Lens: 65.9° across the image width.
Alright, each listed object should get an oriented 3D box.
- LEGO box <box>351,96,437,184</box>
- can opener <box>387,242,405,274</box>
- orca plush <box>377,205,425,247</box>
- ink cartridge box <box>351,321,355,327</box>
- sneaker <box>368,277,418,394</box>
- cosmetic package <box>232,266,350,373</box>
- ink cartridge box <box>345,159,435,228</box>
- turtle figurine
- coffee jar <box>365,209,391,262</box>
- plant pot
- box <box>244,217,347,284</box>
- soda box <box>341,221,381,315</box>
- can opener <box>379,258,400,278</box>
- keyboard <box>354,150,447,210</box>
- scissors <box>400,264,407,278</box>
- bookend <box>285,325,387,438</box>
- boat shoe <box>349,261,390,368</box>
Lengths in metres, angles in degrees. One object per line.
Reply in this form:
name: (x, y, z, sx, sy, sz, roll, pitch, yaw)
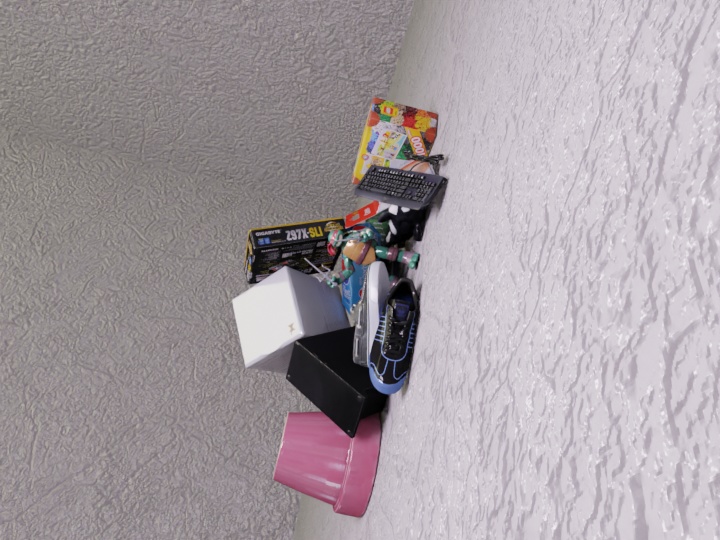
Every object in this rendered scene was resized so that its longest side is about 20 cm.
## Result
LEGO box: (0.074, -0.275, 1.260, 0.200, 0.148, 0.077, 109, 173, -54)
can opener: (0.073, -0.071, 1.238, 0.053, 0.066, 0.201, 65, -145, -77)
orca plush: (0.085, -0.079, 1.081, 0.071, 0.105, 0.200, 63, 145, 22)
ink cartridge box: (-0.007, 0.173, 1.421, 0.109, 0.050, 0.201, 110, -179, -58)
sneaker: (0.057, 0.102, 0.928, 0.078, 0.070, 0.201, 97, -178, -51)
cosmetic package: (-0.143, 0.120, 1.230, 0.167, 0.200, 0.167, -30, 61, 23)
ink cartridge box: (0.048, -0.163, 1.126, 0.050, 0.199, 0.162, 63, -175, -14)
turtle figurine: (0.003, -0.031, 1.071, 0.101, 0.199, 0.150, -70, 4, -50)
coffee jar: (0.041, -0.042, 1.352, 0.104, 0.085, 0.201, 72, -154, -63)
plant pot: (-0.069, 0.358, 1.080, 0.200, 0.178, 0.201, -168, 90, -86)
box: (-0.138, -0.040, 1.168, 0.160, 0.199, 0.050, 119, 138, -60)
soda box: (0.000, 0.000, 1.212, 0.064, 0.068, 0.201, -128, 32, -52)
can opener: (0.055, 0.057, 1.126, 0.079, 0.063, 0.201, 72, -154, -57)
keyboard: (0.079, -0.174, 1.014, 0.200, 0.021, 0.127, 22, 69, 49)
scissors: (0.076, 0.058, 1.183, 0.200, 0.014, 0.073, 110, 174, -51)
bookend: (-0.005, 0.206, 1.098, 0.200, 0.198, 0.092, -8, -58, -47)
boat shoe: (0.012, 0.083, 1.019, 0.072, 0.071, 0.201, -1, -87, -66)
